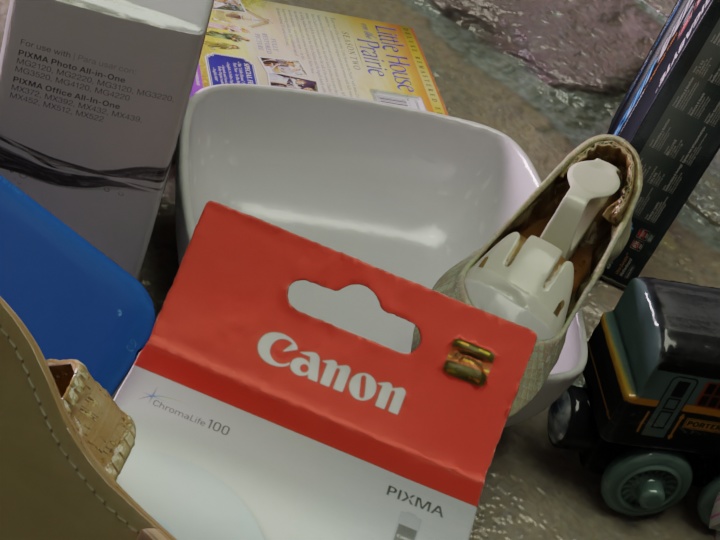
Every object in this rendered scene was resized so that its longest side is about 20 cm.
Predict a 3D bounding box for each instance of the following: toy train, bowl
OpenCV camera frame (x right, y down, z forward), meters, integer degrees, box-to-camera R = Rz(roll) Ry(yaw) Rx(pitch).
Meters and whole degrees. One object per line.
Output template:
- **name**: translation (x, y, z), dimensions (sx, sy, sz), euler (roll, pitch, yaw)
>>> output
- **toy train**: translation (0.194, 0.068, 0.867), dimensions (0.199, 0.114, 0.085), euler (10, 42, -15)
- **bowl**: translation (0.000, 0.000, 0.884), dimensions (0.199, 0.075, 0.201), euler (8, 43, -17)

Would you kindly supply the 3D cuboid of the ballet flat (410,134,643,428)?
- **ballet flat**: translation (0.080, -0.005, 0.821), dimensions (0.067, 0.063, 0.200), euler (29, 40, 8)

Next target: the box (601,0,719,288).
- **box**: translation (0.188, -0.110, 0.996), dimensions (0.046, 0.200, 0.159), euler (26, 40, 0)

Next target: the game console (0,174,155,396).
- **game console**: translation (-0.211, 0.048, 0.702), dimensions (0.171, 0.118, 0.200), euler (39, 67, -17)

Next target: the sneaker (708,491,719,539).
- **sneaker**: translation (0.183, 0.131, 0.785), dimensions (0.081, 0.089, 0.200), euler (-5, 23, 43)

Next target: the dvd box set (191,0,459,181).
- **dvd box set**: translation (-0.053, -0.111, 1.002), dimensions (0.199, 0.030, 0.147), euler (7, 33, -17)

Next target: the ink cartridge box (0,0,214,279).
- **ink cartridge box**: translation (-0.122, -0.081, 0.818), dimensions (0.083, 0.201, 0.146), euler (15, 40, -8)

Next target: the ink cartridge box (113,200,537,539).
- **ink cartridge box**: translation (-0.029, 0.084, 0.719), dimensions (0.159, 0.047, 0.201), euler (22, 76, 1)

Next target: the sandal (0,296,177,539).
- **sandal**: translation (-0.110, 0.077, 0.646), dimensions (0.212, 0.078, 0.070), euler (47, 10, 18)
